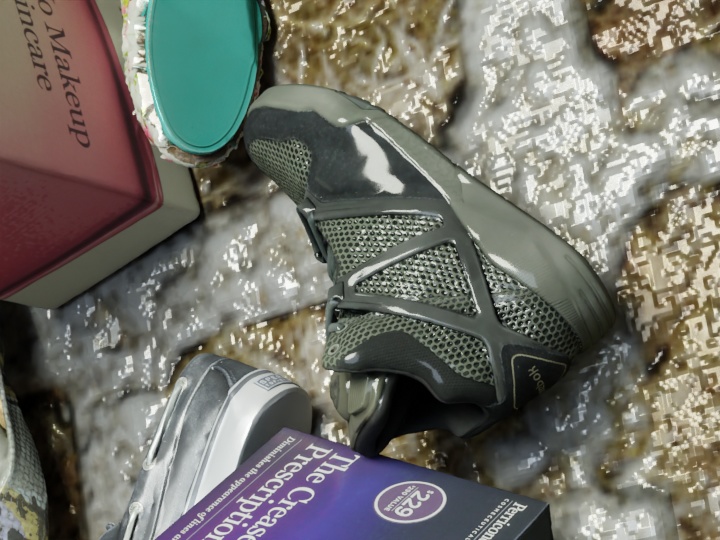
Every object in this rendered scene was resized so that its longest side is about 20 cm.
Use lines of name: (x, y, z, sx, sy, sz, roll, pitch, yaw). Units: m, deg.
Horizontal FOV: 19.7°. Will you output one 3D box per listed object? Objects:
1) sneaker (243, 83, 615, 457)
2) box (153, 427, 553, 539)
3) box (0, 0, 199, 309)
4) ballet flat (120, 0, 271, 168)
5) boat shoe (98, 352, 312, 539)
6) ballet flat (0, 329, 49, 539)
sneaker: (0.000, 0.000, 0.878, 0.114, 0.076, 0.199, -44, 61, -13)
box: (-0.030, 0.157, 0.813, 0.140, 0.200, 0.079, 15, 126, 32)
box: (-0.186, -0.072, 0.955, 0.108, 0.199, 0.129, -29, 68, 26)
ballet flat: (-0.085, -0.139, 0.990, 0.064, 0.075, 0.202, -30, 58, 60)
boat shoe: (-0.088, 0.135, 0.934, 0.067, 0.072, 0.202, 19, 91, 32)
ballet flat: (-0.201, 0.065, 1.002, 0.072, 0.072, 0.202, -34, 56, 25)
